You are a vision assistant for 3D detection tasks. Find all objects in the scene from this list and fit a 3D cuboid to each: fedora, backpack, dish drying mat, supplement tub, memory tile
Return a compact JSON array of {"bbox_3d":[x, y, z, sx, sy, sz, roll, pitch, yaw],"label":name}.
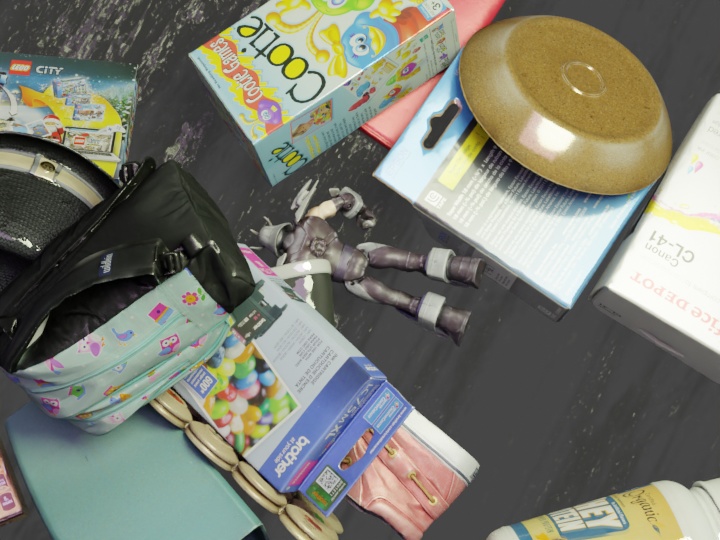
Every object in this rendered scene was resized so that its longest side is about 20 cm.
[{"bbox_3d":[-0.277,-0.014,1.603,0.200,0.201,0.092,5,37,-2],"label":"fedora"},{"bbox_3d":[-0.183,0.028,1.510,0.200,0.167,0.127,-38,120,5],"label":"backpack"},{"bbox_3d":[0.057,-0.201,1.743,0.077,0.018,0.200,34,79,3],"label":"dish drying mat"},{"bbox_3d":[0.212,0.252,1.600,0.200,0.145,0.145,-16,80,-6],"label":"supplement tub"},{"bbox_3d":[-0.093,0.151,1.600,0.200,0.153,0.017,42,92,4],"label":"memory tile"}]

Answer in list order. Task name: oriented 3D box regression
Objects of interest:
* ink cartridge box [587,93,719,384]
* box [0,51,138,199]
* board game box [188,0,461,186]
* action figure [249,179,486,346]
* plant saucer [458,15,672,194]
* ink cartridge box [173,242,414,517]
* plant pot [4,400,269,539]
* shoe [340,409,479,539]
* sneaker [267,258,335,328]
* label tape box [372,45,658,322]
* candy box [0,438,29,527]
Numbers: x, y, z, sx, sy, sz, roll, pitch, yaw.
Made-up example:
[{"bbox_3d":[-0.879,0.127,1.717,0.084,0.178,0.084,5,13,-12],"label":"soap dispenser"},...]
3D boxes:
[{"bbox_3d":[0.308,-0.025,1.689,0.148,0.086,0.200,31,78,3],"label":"ink cartridge box"},{"bbox_3d":[-0.292,-0.122,1.669,0.200,0.038,0.137,5,49,-2],"label":"box"},{"bbox_3d":[-0.027,-0.181,1.678,0.200,0.105,0.103,-34,72,-5],"label":"board game box"},{"bbox_3d":[0.000,0.000,1.679,0.200,0.069,0.130,18,86,5],"label":"action figure"},{"bbox_3d":[0.181,-0.151,1.677,0.200,0.035,0.200,14,47,-16],"label":"plant saucer"},{"bbox_3d":[-0.067,0.085,1.555,0.200,0.042,0.119,42,101,17],"label":"ink cartridge box"},{"bbox_3d":[-0.187,0.181,1.601,0.141,0.141,0.200,-36,73,-9],"label":"plant pot"},{"bbox_3d":[-0.005,0.136,1.648,0.200,0.071,0.091,39,80,4],"label":"shoe"},{"bbox_3d":[-0.104,0.064,1.625,0.200,0.071,0.099,-18,78,25],"label":"sneaker"},{"bbox_3d":[0.129,-0.073,1.699,0.200,0.063,0.144,35,78,4],"label":"label tape box"},{"bbox_3d":[-0.362,0.130,1.638,0.115,0.055,0.200,-22,81,-7],"label":"candy box"}]
